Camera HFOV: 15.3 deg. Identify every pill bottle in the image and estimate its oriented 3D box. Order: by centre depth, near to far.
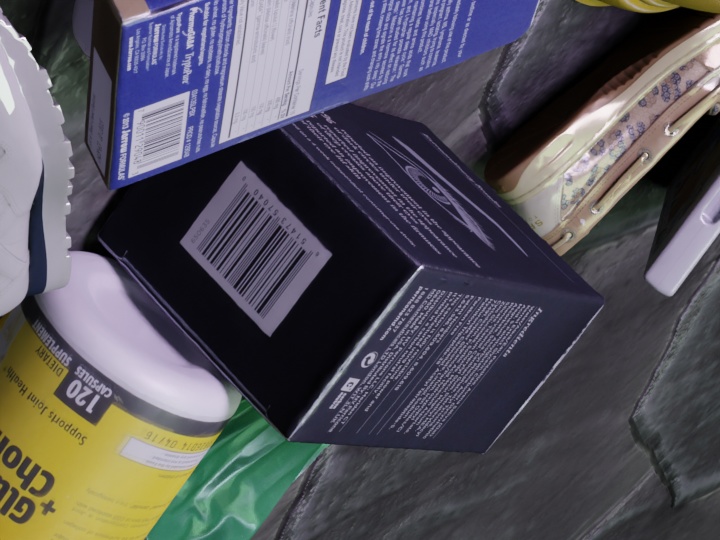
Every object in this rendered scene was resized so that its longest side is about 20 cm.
[{"bbox_3d":[-0.150,0.099,1.230,0.200,0.112,0.112,-54,152,17],"label":"pill bottle"}]

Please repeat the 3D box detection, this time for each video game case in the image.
[{"bbox_3d":[0.225,-0.087,1.509,0.182,0.023,0.200,-55,180,19],"label":"video game case"}]

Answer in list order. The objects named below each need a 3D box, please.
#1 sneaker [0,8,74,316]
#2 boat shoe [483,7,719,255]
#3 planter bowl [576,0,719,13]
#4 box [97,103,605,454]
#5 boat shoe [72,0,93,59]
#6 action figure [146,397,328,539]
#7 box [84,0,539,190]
[{"bbox_3d":[-0.164,-0.040,1.065,0.080,0.076,0.200,-24,147,-18],"label":"sneaker"},{"bbox_3d":[0.159,-0.089,1.436,0.200,0.063,0.073,-37,-165,-1],"label":"boat shoe"},{"bbox_3d":[0.197,-0.191,1.350,0.200,0.083,0.201,-34,152,-21],"label":"planter bowl"},{"bbox_3d":[0.000,0.000,1.266,0.104,0.148,0.200,-52,152,15],"label":"box"},{"bbox_3d":[-0.030,-0.150,1.095,0.200,0.072,0.068,-47,152,10],"label":"boat shoe"},{"bbox_3d":[-0.053,0.079,1.393,0.200,0.055,0.118,-43,132,-31],"label":"action figure"},{"bbox_3d":[-0.014,-0.106,1.072,0.199,0.032,0.121,-20,155,-19],"label":"box"}]
